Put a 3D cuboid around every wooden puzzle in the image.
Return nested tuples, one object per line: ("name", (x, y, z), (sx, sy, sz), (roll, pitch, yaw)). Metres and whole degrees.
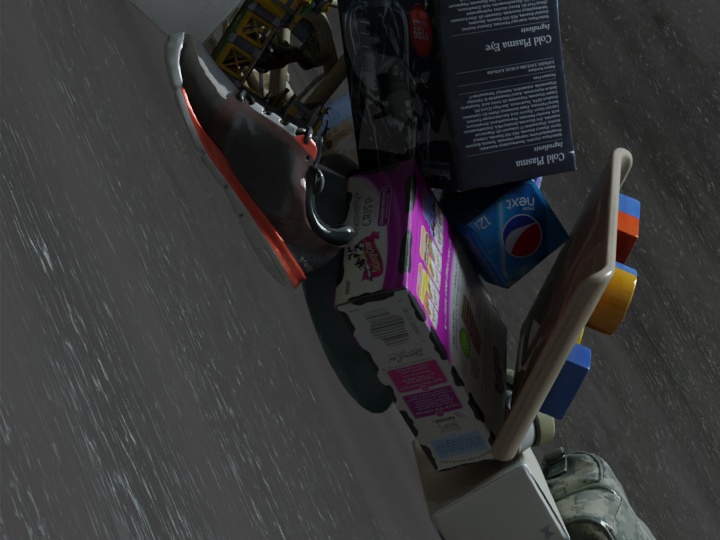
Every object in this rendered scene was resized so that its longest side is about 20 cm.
("wooden puzzle", (0.164, 0.029, 1.473), (0.046, 0.186, 0.200), (24, 34, -1))

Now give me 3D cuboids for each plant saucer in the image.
("plant saucer", (0.007, 0.009, 1.525), (0.201, 0.038, 0.202), (-15, 90, -72))

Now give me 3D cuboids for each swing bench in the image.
("swing bench", (-0.072, -0.217, 1.756), (0.129, 0.201, 0.199), (11, 29, -25))

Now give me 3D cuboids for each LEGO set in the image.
("LEGO set", (-0.055, -0.158, 1.540), (0.116, 0.154, 0.200), (32, -3, -9))

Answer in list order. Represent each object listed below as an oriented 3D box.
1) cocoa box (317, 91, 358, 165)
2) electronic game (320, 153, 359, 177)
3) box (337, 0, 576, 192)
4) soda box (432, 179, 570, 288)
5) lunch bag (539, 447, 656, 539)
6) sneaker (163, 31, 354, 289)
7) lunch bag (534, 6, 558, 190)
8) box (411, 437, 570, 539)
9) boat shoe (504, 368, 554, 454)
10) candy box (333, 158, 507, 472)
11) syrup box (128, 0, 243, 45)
("cocoa box", (0.007, -0.068, 1.853), (0.132, 0.133, 0.200), (57, 5, -29))
("electronic game", (0.000, 0.000, 1.632), (0.200, 0.041, 0.201), (-15, 90, -70))
("box", (0.069, -0.163, 1.511), (0.200, 0.104, 0.183), (-165, -115, -68))
("soda box", (0.089, -0.041, 1.578), (0.064, 0.068, 0.200), (55, -11, -17))
("lunch bag", (0.205, 0.270, 1.693), (0.201, 0.139, 0.168), (59, 25, -12))
("sneaker", (-0.070, -0.090, 1.400), (0.201, 0.082, 0.077), (61, 4, -7))
("lunch bag", (0.131, -0.119, 1.676), (0.151, 0.093, 0.201), (90, -6, -73))
("box", (0.105, 0.182, 1.628), (0.078, 0.095, 0.200), (60, 3, -12))
("boat shoe", (0.079, 0.108, 1.601), (0.200, 0.068, 0.075), (11, -62, 65))
("candy box", (0.049, 0.036, 1.468), (0.137, 0.061, 0.200), (-84, 152, -45))
("syrup box", (-0.131, -0.231, 1.530), (0.081, 0.079, 0.200), (42, 7, -11))
